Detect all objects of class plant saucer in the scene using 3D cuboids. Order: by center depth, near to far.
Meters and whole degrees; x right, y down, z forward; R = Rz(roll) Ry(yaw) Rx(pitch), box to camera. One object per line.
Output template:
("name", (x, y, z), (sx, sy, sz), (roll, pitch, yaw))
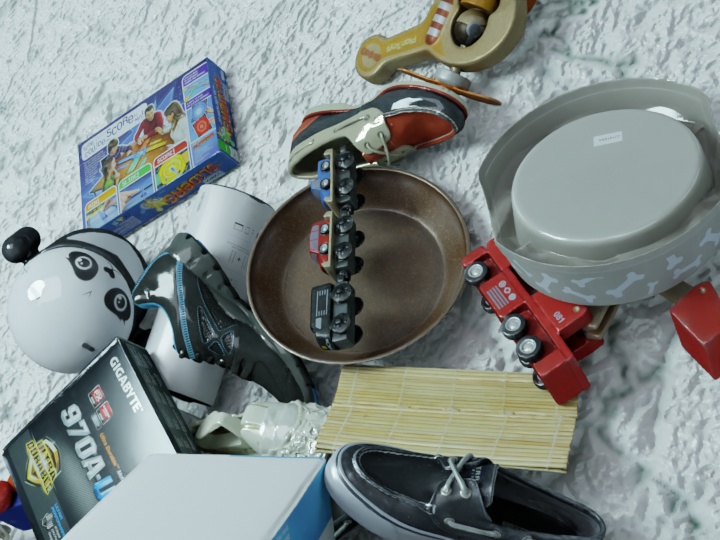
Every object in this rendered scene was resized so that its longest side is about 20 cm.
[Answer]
("plant saucer", (0.000, 0.000, 0.937), (0.197, 0.037, 0.203), (-8, 55, 11))

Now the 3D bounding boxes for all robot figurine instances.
("robot figurine", (-0.271, 0.025, 1.063), (0.148, 0.200, 0.127), (2, 101, -2))

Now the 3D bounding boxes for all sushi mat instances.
("sushi mat", (0.067, 0.111, 0.827), (0.197, 0.012, 0.096), (1, 38, 19))

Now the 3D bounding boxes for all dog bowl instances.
("dog bowl", (0.186, -0.058, 0.808), (0.197, 0.059, 0.202), (-15, 42, 14))

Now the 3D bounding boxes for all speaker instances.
("speaker", (-0.148, 0.025, 1.033), (0.080, 0.081, 0.203), (7, 75, 37))

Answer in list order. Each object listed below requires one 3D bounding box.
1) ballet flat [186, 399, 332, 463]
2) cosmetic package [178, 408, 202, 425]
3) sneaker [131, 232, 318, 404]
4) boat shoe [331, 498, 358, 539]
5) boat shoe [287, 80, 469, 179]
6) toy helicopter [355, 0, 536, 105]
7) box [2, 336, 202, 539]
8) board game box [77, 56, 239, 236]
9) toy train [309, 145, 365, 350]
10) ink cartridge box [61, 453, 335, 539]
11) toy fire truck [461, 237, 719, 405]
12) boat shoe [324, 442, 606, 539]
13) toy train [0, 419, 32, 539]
("ballet flat", (-0.090, 0.143, 0.914), (0.199, 0.071, 0.073), (-19, 58, 46))
("cosmetic package", (-0.195, 0.236, 0.978), (0.101, 0.074, 0.203), (-17, 59, 29))
("sneaker", (-0.118, 0.063, 0.961), (0.082, 0.073, 0.200), (-43, 79, -9))
("boat shoe", (-0.031, 0.189, 0.888), (0.199, 0.060, 0.076), (-39, 52, 15))
("boat shoe", (0.012, -0.123, 0.989), (0.198, 0.071, 0.063), (-3, 52, 41))
("toy helicopter", (0.071, -0.207, 1.004), (0.198, 0.078, 0.134), (-11, 72, 44))
("box", (-0.213, 0.185, 0.931), (0.159, 0.046, 0.201), (-42, 56, 10))
("board game box", (-0.227, -0.129, 1.190), (0.198, 0.034, 0.137), (-28, 55, 23))
("toy train", (-0.022, -0.022, 0.918), (0.045, 0.034, 0.202), (-14, 54, 21))
("ink cartridge box", (-0.100, 0.252, 0.751), (0.144, 0.146, 0.203), (-2, 105, 17))
("toy fire truck", (0.175, 0.024, 0.815), (0.140, 0.049, 0.201), (-34, 44, 3))
("boat shoe", (0.074, 0.159, 0.751), (0.072, 0.198, 0.068), (-66, -1, -50))
("toy train", (-0.333, 0.204, 1.091), (0.198, 0.085, 0.117), (-20, 49, 27))
